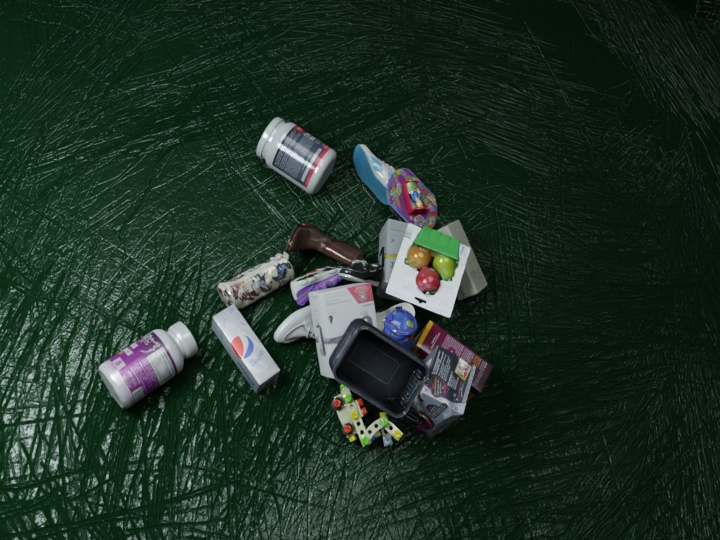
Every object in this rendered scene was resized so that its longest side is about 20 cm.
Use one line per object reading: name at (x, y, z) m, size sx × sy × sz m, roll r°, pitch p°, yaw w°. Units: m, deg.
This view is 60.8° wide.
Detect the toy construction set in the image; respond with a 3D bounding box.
toy construction set at (0.008, 0.330, 1.456) m, size 0.128 × 0.093 × 0.203 m, roll -24°, pitch 62°, yaw -2°

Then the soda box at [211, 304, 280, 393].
soda box at (-0.274, 0.185, 1.454) m, size 0.063 × 0.069 × 0.201 m, roll -31°, pitch 76°, yaw -29°

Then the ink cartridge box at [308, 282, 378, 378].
ink cartridge box at (-0.035, 0.142, 1.475) m, size 0.142 × 0.084 × 0.206 m, roll -10°, pitch 94°, yaw -27°

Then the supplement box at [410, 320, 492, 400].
supplement box at (0.221, 0.237, 1.567) m, size 0.198 × 0.111 × 0.086 m, roll 35°, pitch 58°, yaw 3°

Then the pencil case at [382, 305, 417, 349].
pencil case at (0.081, 0.183, 1.500) m, size 0.085 × 0.203 × 0.079 m, roll 18°, pitch 42°, yaw 6°

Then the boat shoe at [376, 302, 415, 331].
boat shoe at (0.047, 0.137, 1.589) m, size 0.195 × 0.061 × 0.075 m, roll -20°, pitch 69°, yaw -4°

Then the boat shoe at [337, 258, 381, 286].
boat shoe at (0.000, 0.000, 1.568) m, size 0.074 × 0.199 × 0.062 m, roll 15°, pitch 91°, yaw 19°

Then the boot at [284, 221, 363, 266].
boot at (-0.087, -0.052, 1.603) m, size 0.197 × 0.065 × 0.187 m, roll 29°, pitch 26°, yaw 4°

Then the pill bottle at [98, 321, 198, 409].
pill bottle at (-0.463, 0.202, 1.355) m, size 0.198 × 0.113 × 0.113 m, roll -36°, pitch 77°, yaw -31°

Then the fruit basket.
fruit basket at (0.178, -0.001, 1.609) m, size 0.181 × 0.094 × 0.205 m, roll 19°, pitch 79°, yaw 0°

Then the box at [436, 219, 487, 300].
box at (0.274, -0.029, 1.706) m, size 0.082 × 0.068 × 0.204 m, roll -25°, pitch 92°, yaw -51°

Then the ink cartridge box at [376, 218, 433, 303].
ink cartridge box at (0.126, -0.023, 1.691) m, size 0.142 × 0.083 × 0.205 m, roll 11°, pitch 59°, yaw -13°

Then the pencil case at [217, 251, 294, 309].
pencil case at (-0.261, 0.026, 1.531) m, size 0.197 × 0.091 × 0.077 m, roll -30°, pitch 44°, yaw -28°

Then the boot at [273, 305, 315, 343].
boot at (-0.112, 0.141, 1.520) m, size 0.198 × 0.075 × 0.095 m, roll -32°, pitch 59°, yaw -30°

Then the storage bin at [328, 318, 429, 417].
storage bin at (0.040, 0.218, 1.383) m, size 0.198 × 0.094 × 0.137 m, roll 33°, pitch 90°, yaw -13°

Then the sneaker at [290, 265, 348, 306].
sneaker at (-0.097, 0.039, 1.602) m, size 0.197 × 0.080 × 0.086 m, roll -20°, pitch 106°, yaw -35°

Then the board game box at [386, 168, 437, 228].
board game box at (0.165, -0.211, 1.790) m, size 0.199 × 0.039 × 0.160 m, roll 42°, pitch 53°, yaw -20°

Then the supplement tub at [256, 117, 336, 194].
supplement tub at (-0.178, -0.321, 1.716) m, size 0.197 × 0.141 × 0.142 m, roll 33°, pitch 57°, yaw 1°

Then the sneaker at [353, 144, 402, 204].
sneaker at (0.052, -0.291, 1.823) m, size 0.080 × 0.076 × 0.202 m, roll -30°, pitch 82°, yaw -36°

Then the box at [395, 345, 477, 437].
box at (0.175, 0.294, 1.467) m, size 0.113 × 0.201 × 0.134 m, roll 27°, pitch 57°, yaw -1°
